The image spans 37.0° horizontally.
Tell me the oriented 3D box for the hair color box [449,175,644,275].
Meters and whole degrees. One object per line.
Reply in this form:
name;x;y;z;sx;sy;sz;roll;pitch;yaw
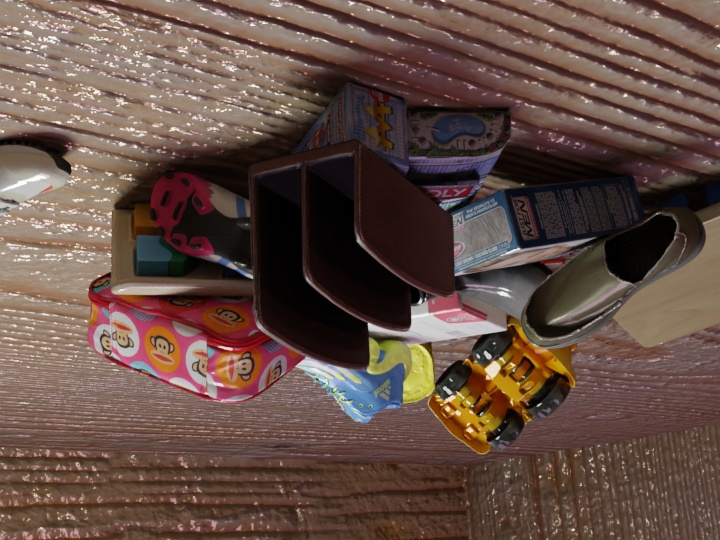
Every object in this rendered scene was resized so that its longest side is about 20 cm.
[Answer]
hair color box;0.181;-0.045;1.061;0.198;0.061;0.100;-8;170;-39

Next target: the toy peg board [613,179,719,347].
toy peg board;0.359;-0.025;1.193;0.199;0.099;0.199;-24;140;29

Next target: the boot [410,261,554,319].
boot;0.104;0.016;1.125;0.131;0.071;0.199;-15;-152;-41

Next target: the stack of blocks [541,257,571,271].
stack of blocks;0.250;0.014;1.355;0.114;0.059;0.200;-4;164;6

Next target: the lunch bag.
lunch bag;-0.145;0.044;1.042;0.198;0.083;0.176;17;-155;24

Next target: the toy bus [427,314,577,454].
toy bus;0.210;0.133;1.534;0.200;0.136;0.192;-46;-174;29

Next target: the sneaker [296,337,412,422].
sneaker;-0.019;0.133;1.338;0.198;0.106;0.076;6;163;-28

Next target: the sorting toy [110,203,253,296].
sorting toy;-0.150;-0.026;1.050;0.183;0.037;0.200;1;-157;-14

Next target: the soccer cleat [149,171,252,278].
soccer cleat;-0.115;-0.034;0.988;0.199;0.071;0.086;28;-172;40

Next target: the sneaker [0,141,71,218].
sneaker;-0.346;-0.052;0.965;0.197;0.095;0.070;-8;163;17

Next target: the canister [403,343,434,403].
canister;0.035;0.132;1.569;0.146;0.088;0.200;-5;-175;5

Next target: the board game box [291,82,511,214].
board game box;0.028;-0.094;0.947;0.197;0.063;0.200;-1;164;-7

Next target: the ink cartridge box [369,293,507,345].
ink cartridge box;0.067;0.040;1.369;0.198;0.086;0.145;-13;161;28

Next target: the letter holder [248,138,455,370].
letter holder;0.000;0.000;0.896;0.099;0.144;0.200;-10;161;24

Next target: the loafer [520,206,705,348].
loafer;0.232;0.000;1.025;0.199;0.076;0.069;-39;154;14
